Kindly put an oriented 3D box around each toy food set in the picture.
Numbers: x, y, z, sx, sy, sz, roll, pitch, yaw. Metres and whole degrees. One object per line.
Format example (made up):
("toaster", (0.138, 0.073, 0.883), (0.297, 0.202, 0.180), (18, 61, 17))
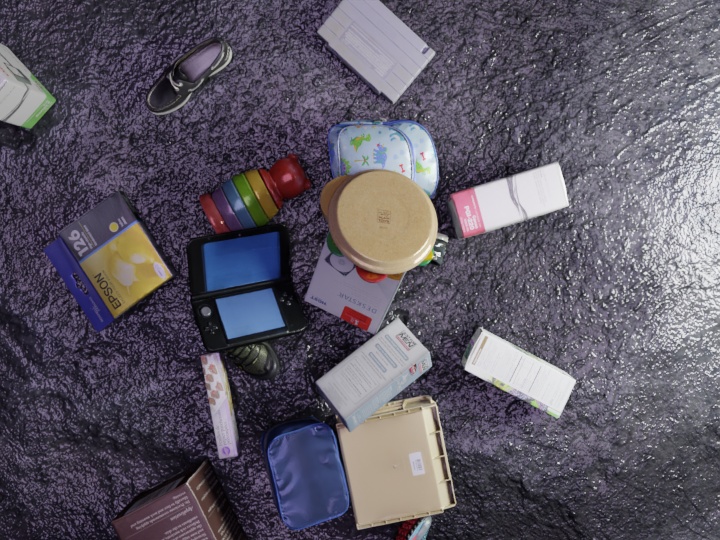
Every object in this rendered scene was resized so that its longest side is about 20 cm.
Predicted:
("toy food set", (0.034, -0.079, 1.373), (0.196, 0.049, 0.202), (-8, 68, -14))

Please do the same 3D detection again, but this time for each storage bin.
("storage bin", (0.065, 0.357, 1.533), (0.194, 0.094, 0.205), (-12, 91, 3))

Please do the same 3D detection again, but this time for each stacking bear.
("stacking bear", (-0.190, -0.139, 1.522), (0.198, 0.114, 0.123), (-31, 84, -3))

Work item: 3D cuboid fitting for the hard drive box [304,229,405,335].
("hard drive box", (0.000, 0.000, 1.476), (0.153, 0.077, 0.202), (25, 136, 2))

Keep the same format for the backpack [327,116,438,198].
("backpack", (0.043, -0.187, 1.488), (0.195, 0.147, 0.187), (-6, 95, -1))

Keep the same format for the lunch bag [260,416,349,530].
("lunch bag", (-0.104, 0.381, 1.524), (0.133, 0.132, 0.205), (-12, 91, -13))

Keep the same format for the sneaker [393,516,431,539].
("sneaker", (0.103, 0.552, 1.555), (0.094, 0.079, 0.203), (20, 101, -8))

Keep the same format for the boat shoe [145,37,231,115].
("boat shoe", (-0.330, -0.369, 1.540), (0.198, 0.060, 0.075), (-33, 91, 3))

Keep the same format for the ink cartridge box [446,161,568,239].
("ink cartridge box", (0.264, -0.124, 1.480), (0.196, 0.146, 0.086), (-18, 90, 4))

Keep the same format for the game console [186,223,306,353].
("game console", (-0.204, 0.031, 1.481), (0.196, 0.117, 0.178), (-11, 59, -23))

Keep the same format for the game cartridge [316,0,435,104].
("game cartridge", (0.027, -0.426, 1.538), (0.200, 0.038, 0.130), (42, 97, 0))

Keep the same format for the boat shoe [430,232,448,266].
("boat shoe", (0.066, -0.041, 1.528), (0.195, 0.075, 0.068), (6, 80, -7))

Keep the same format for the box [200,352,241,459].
("box", (-0.269, 0.257, 1.570), (0.038, 0.041, 0.205), (-10, 91, 3))

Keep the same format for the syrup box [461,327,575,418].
("syrup box", (0.292, 0.189, 1.523), (0.197, 0.079, 0.083), (26, 93, 1))

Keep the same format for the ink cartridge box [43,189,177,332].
("ink cartridge box", (-0.487, -0.016, 1.569), (0.198, 0.047, 0.199), (-35, 91, 1))

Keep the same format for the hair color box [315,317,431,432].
("hair color box", (0.025, 0.190, 1.499), (0.199, 0.061, 0.099), (-37, 58, -12))

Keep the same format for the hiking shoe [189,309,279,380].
("hiking shoe", (-0.241, 0.142, 1.532), (0.199, 0.101, 0.076), (39, 100, 2))

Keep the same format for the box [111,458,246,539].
("box", (-0.328, 0.495, 1.518), (0.164, 0.164, 0.203), (-26, 91, 2))

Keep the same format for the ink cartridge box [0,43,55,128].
("ink cartridge box", (-0.670, -0.350, 1.486), (0.084, 0.200, 0.146), (-43, 90, 3))
